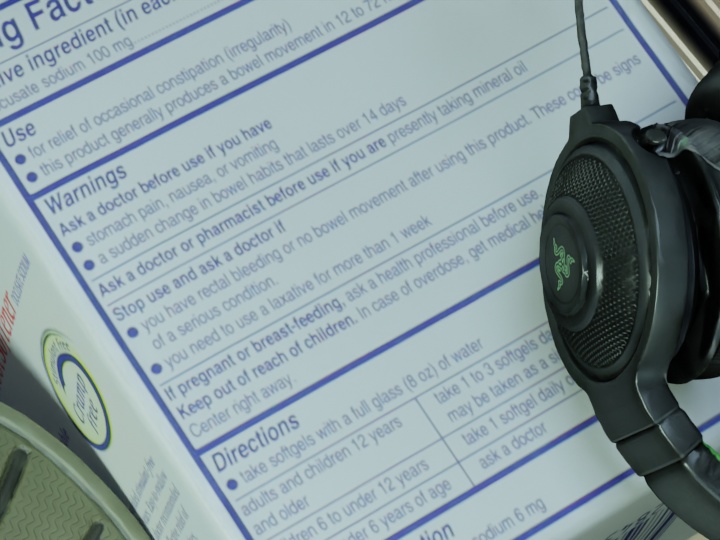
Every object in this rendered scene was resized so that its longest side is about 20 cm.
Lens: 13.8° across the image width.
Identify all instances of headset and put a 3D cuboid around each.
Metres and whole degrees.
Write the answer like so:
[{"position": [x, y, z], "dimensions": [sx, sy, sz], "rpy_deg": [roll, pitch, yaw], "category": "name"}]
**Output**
[{"position": [0.096, -0.025, 0.710], "dimensions": [0.123, 0.094, 0.200], "rpy_deg": [-35, 90, -25], "category": "headset"}]

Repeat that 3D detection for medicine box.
[{"position": [0.000, 0.000, 0.787], "dimensions": [0.182, 0.103, 0.200], "rpy_deg": [-28, 74, -23], "category": "medicine box"}]

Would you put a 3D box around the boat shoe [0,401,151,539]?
[{"position": [-0.137, 0.064, 0.747], "dimensions": [0.199, 0.068, 0.075], "rpy_deg": [28, 55, 2], "category": "boat shoe"}]
